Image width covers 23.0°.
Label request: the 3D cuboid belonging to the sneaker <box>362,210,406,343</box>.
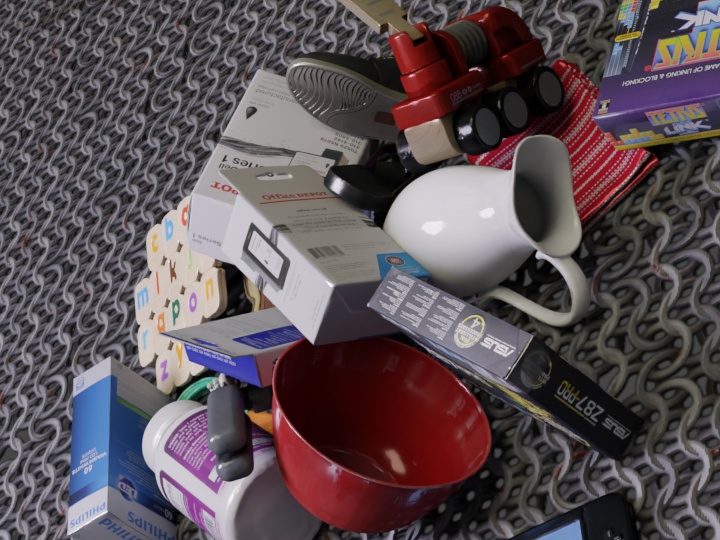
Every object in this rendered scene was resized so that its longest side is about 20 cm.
[{"bbox_3d":[0.000,0.000,1.756,0.082,0.070,0.200,-22,44,30],"label":"sneaker"}]

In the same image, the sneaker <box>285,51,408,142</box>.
[{"bbox_3d":[0.021,-0.193,1.817,0.106,0.200,0.075,-84,18,-44],"label":"sneaker"}]

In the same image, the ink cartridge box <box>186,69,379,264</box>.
[{"bbox_3d":[-0.076,-0.095,1.812,0.146,0.084,0.200,18,49,6],"label":"ink cartridge box"}]

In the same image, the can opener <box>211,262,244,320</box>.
[{"bbox_3d":[-0.106,-0.023,1.897,0.200,0.053,0.066,-42,39,11],"label":"can opener"}]

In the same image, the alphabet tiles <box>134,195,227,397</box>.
[{"bbox_3d":[-0.194,0.029,1.900,0.200,0.015,0.196,-36,56,52],"label":"alphabet tiles"}]

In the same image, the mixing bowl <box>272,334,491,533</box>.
[{"bbox_3d":[0.003,0.156,1.552,0.200,0.200,0.108,-109,34,-48],"label":"mixing bowl"}]

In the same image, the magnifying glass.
[{"bbox_3d":[-0.127,0.151,1.799,0.200,0.022,0.080,6,64,47],"label":"magnifying glass"}]

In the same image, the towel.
[{"bbox_3d":[0.188,-0.109,1.695,0.145,0.022,0.200,-44,38,10],"label":"towel"}]

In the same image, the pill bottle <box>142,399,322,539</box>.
[{"bbox_3d":[-0.127,0.194,1.689,0.112,0.112,0.200,-55,38,-6],"label":"pill bottle"}]

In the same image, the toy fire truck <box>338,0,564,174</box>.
[{"bbox_3d":[0.073,-0.210,1.676,0.129,0.200,0.176,-14,13,43],"label":"toy fire truck"}]

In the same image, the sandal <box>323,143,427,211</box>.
[{"bbox_3d":[0.031,-0.093,1.727,0.075,0.200,0.048,32,106,14],"label":"sandal"}]

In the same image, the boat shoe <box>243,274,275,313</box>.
[{"bbox_3d":[-0.067,0.044,1.786,0.068,0.072,0.200,-40,36,16],"label":"boat shoe"}]

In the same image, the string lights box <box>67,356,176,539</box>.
[{"bbox_3d":[-0.242,0.198,1.810,0.059,0.103,0.200,-30,41,24],"label":"string lights box"}]

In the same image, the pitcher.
[{"bbox_3d":[0.119,-0.019,1.621,0.200,0.121,0.172,-18,89,50],"label":"pitcher"}]

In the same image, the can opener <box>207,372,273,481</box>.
[{"bbox_3d":[-0.107,0.126,1.587,0.066,0.053,0.200,-16,16,5],"label":"can opener"}]

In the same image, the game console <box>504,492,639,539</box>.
[{"bbox_3d":[0.112,0.258,1.386,0.200,0.119,0.172,-29,43,26],"label":"game console"}]

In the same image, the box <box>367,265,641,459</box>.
[{"bbox_3d":[0.120,0.077,1.494,0.049,0.161,0.200,-55,38,-6],"label":"box"}]

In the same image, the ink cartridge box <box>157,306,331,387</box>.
[{"bbox_3d":[-0.081,0.068,1.620,0.099,0.200,0.039,16,108,41],"label":"ink cartridge box"}]

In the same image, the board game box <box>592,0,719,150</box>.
[{"bbox_3d":[0.321,-0.200,1.588,0.200,0.057,0.165,-8,50,36],"label":"board game box"}]

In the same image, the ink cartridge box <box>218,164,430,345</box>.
[{"bbox_3d":[-0.045,-0.019,1.630,0.200,0.116,0.068,44,126,39],"label":"ink cartridge box"}]
